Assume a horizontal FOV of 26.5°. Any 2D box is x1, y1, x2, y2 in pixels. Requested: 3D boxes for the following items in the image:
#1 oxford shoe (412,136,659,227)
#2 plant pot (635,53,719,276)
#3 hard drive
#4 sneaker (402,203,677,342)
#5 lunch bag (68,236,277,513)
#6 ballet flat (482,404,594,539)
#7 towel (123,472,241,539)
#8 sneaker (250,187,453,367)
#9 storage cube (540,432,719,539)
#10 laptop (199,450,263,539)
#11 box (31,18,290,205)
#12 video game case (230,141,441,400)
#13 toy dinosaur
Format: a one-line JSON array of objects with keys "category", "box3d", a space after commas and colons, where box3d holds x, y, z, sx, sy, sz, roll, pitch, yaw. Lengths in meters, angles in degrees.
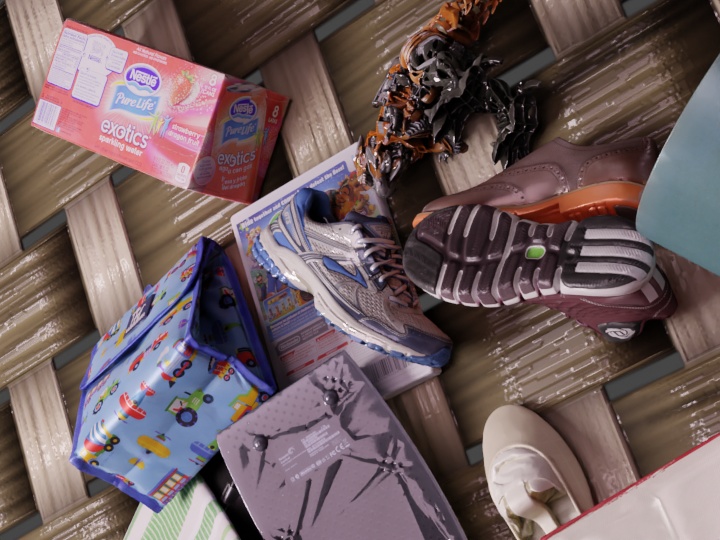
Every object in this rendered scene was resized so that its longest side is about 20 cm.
[{"category": "oxford shoe", "box3d": [0.130, -0.053, 1.123, 0.199, 0.071, 0.073, -6, 56, 33]}, {"category": "plant pot", "box3d": [0.290, -0.062, 0.932, 0.161, 0.200, 0.201, 36, 104, 19]}, {"category": "hard drive", "box3d": [-0.008, 0.177, 1.157, 0.135, 0.042, 0.201, -33, 73, 2]}, {"category": "sneaker", "box3d": [0.131, 0.014, 1.077, 0.199, 0.115, 0.076, 7, 66, 40]}, {"category": "lunch bag", "box3d": [-0.159, 0.070, 1.262, 0.151, 0.094, 0.200, -46, 28, 17]}, {"category": "ballet flat", "box3d": [0.135, 0.179, 1.078, 0.069, 0.069, 0.201, -41, 63, 23]}, {"category": "towel", "box3d": [-0.151, 0.243, 1.210, 0.153, 0.023, 0.200, -64, 28, 9]}, {"category": "sneaker", "box3d": [0.000, 0.000, 1.168, 0.200, 0.077, 0.085, 37, 100, 32]}, {"category": "storage cube", "box3d": [0.246, 0.200, 0.931, 0.200, 0.179, 0.172, -35, 66, 24]}, {"category": "laptop", "box3d": [-0.099, 0.249, 1.261, 0.188, 0.115, 0.200, -64, 28, 9]}, {"category": "box", "box3d": [-0.173, -0.137, 1.312, 0.199, 0.094, 0.103, 22, 96, 34]}, {"category": "video game case", "box3d": [-0.023, 0.017, 1.236, 0.143, 0.018, 0.201, -28, 69, 29]}, {"category": "toy dinosaur", "box3d": [0.061, -0.144, 1.161, 0.136, 0.102, 0.201, 46, 132, 47]}]
